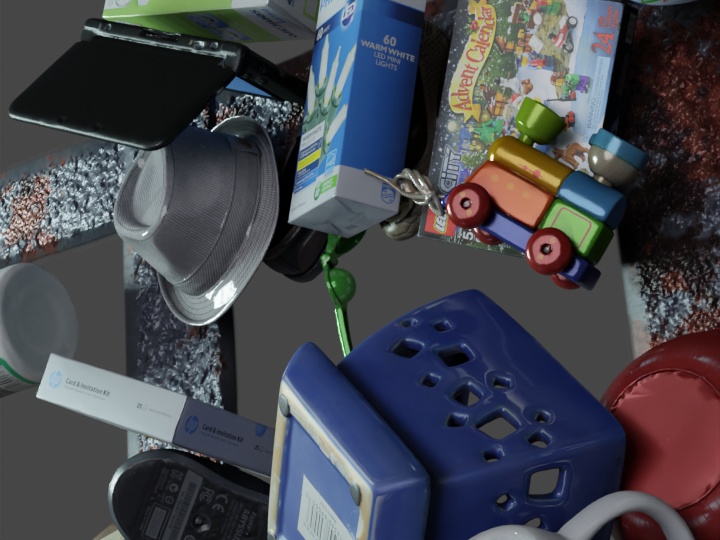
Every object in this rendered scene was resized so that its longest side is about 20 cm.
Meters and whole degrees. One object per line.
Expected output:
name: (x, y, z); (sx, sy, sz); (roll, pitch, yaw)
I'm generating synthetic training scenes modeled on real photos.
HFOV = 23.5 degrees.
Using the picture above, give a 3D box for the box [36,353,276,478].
box: (-0.137, 0.124, 1.386); (0.155, 0.199, 0.042); (13, 82, 38)

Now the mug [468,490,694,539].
mug: (0.139, 0.229, 1.085); (0.200, 0.176, 0.147); (-48, 27, -14)

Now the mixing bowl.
mixing bowl: (0.231, 0.125, 1.180); (0.199, 0.108, 0.202); (-11, 70, 32)

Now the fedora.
fedora: (-0.152, -0.058, 1.485); (0.177, 0.090, 0.201); (-51, 32, 26)

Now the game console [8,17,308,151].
game console: (-0.171, -0.146, 1.512); (0.199, 0.175, 0.117); (16, 85, 37)

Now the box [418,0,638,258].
box: (0.128, -0.112, 1.332); (0.135, 0.038, 0.202); (11, 94, 26)

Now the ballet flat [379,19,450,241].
ballet flat: (0.038, -0.120, 1.416); (0.067, 0.046, 0.202); (-8, 61, 34)

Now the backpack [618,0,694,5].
backpack: (0.246, -0.287, 1.252); (0.189, 0.154, 0.201); (-23, 61, 8)

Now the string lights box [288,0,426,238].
string lights box: (-0.001, -0.137, 1.394); (0.103, 0.058, 0.202); (155, 125, -64)

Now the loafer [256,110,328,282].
loafer: (-0.033, -0.091, 1.466); (0.071, 0.063, 0.202); (17, 86, 37)

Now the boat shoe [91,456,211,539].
boat shoe: (-0.185, 0.248, 1.464); (0.202, 0.075, 0.075); (-45, 68, 19)

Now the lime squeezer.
lime squeezer: (0.000, 0.000, 1.440); (0.070, 0.038, 0.202); (16, 83, 6)

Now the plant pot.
plant pot: (0.046, 0.154, 1.194); (0.200, 0.178, 0.202); (45, 136, 48)

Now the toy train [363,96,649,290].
toy train: (0.107, -0.078, 1.280); (0.199, 0.085, 0.116); (31, 92, 22)

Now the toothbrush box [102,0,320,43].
toothbrush box: (-0.125, -0.289, 1.581); (0.199, 0.086, 0.147); (1, 75, 37)

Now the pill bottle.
pill bottle: (-0.371, 0.071, 1.627); (0.199, 0.113, 0.114); (-17, 66, 30)

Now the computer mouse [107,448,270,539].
computer mouse: (-0.108, 0.210, 1.394); (0.199, 0.053, 0.139); (27, 99, 3)
